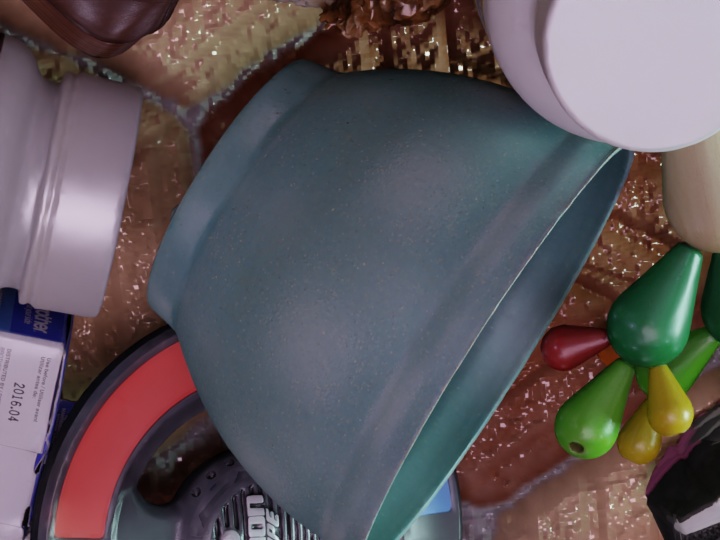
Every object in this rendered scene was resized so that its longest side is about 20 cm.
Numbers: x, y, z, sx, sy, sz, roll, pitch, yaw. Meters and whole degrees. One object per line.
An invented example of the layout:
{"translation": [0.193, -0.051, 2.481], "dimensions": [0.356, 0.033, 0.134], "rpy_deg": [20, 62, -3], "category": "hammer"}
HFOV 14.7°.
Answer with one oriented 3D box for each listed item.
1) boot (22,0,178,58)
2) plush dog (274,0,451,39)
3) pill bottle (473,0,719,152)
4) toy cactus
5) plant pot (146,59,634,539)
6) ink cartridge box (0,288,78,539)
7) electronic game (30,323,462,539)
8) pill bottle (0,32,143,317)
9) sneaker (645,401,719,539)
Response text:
{"translation": [-0.117, -0.168, 1.037], "dimensions": [0.186, 0.200, 0.064], "rpy_deg": [33, 66, -14], "category": "boot"}
{"translation": [-0.017, -0.185, 1.084], "dimensions": [0.200, 0.160, 0.172], "rpy_deg": [36, 123, 19], "category": "plush dog"}
{"translation": [0.098, -0.113, 1.067], "dimensions": [0.110, 0.200, 0.112], "rpy_deg": [-1, 111, -3], "category": "pill bottle"}
{"translation": [0.153, -0.008, 1.155], "dimensions": [0.199, 0.102, 0.166], "rpy_deg": [-25, 128, -9], "category": "toy cactus"}
{"translation": [0.000, 0.000, 1.109], "dimensions": [0.134, 0.200, 0.201], "rpy_deg": [33, 106, 10], "category": "plant pot"}
{"translation": [-0.200, 0.067, 1.180], "dimensions": [0.199, 0.076, 0.137], "rpy_deg": [13, 109, -6], "category": "ink cartridge box"}
{"translation": [-0.045, 0.115, 1.187], "dimensions": [0.199, 0.042, 0.202], "rpy_deg": [-1, 93, -26], "category": "electronic game"}
{"translation": [-0.193, -0.048, 1.119], "dimensions": [0.199, 0.114, 0.115], "rpy_deg": [12, 109, -8], "category": "pill bottle"}
{"translation": [0.225, 0.082, 1.209], "dimensions": [0.199, 0.080, 0.087], "rpy_deg": [-27, 110, 7], "category": "sneaker"}
